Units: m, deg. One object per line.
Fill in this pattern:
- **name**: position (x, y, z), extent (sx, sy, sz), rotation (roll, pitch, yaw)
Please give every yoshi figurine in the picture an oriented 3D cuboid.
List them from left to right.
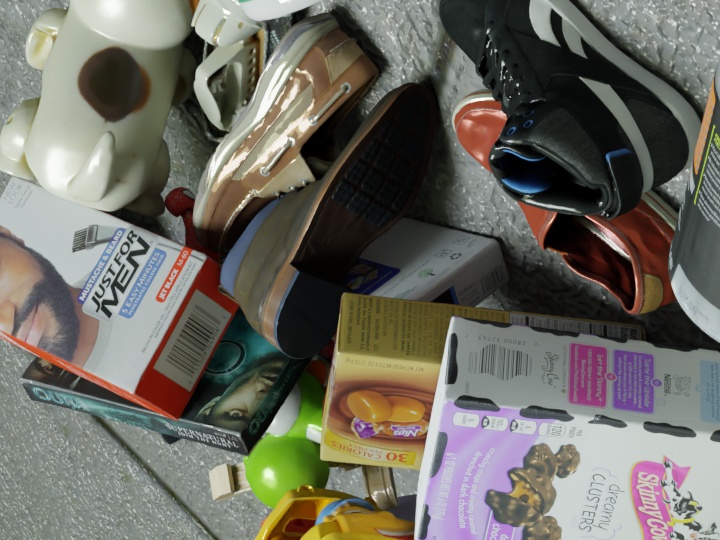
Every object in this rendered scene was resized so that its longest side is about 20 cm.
- **yoshi figurine**: position (-0.096, 0.117, 1.772), extent (0.200, 0.112, 0.112), rotation (16, 121, 22)

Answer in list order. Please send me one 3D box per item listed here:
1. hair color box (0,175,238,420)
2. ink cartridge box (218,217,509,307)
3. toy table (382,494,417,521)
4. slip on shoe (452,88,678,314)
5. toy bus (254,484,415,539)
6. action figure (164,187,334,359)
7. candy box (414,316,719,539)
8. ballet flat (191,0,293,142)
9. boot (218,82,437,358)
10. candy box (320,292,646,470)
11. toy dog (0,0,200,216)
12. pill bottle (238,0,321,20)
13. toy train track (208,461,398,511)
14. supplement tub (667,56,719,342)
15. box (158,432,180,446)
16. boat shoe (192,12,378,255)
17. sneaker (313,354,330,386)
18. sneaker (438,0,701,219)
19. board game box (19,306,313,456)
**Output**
- **hair color box**: position (-0.190, 0.017, 1.707), extent (0.200, 0.111, 0.064), rotation (21, 169, 37)
- **ink cartridge box**: position (0.000, 0.000, 1.676), extent (0.200, 0.099, 0.039), rotation (17, 135, 47)
- **toy table**: position (0.070, 0.246, 1.746), extent (0.200, 0.184, 0.117), rotation (-138, 40, -70)
- **slip on shoe**: position (0.127, -0.045, 1.498), extent (0.200, 0.061, 0.074), rotation (42, 148, 24)
- **toy bus**: position (-0.023, 0.218, 1.657), extent (0.200, 0.136, 0.192), rotation (-61, 27, 30)
- **action figure**: position (-0.052, -0.013, 1.783), extent (0.200, 0.099, 0.065), rotation (36, 147, -9)
- **candy box**: position (0.142, 0.120, 1.513), extent (0.200, 0.072, 0.168), rotation (7, 137, -1)
- **ballet flat**: position (-0.085, -0.162, 1.675), extent (0.072, 0.072, 0.200), rotation (39, 144, 26)
- **boot**: position (-0.028, -0.047, 1.615), extent (0.075, 0.200, 0.097), rotation (31, 179, -41)
- **candy box**: position (0.078, 0.081, 1.572), extent (0.200, 0.057, 0.117), rotation (7, 138, -3)
- **toy dog**: position (-0.184, -0.152, 1.725), extent (0.139, 0.200, 0.194), rotation (18, -175, -1)
- **pill bottle**: position (-0.063, -0.268, 1.504), extent (0.113, 0.113, 0.200), rotation (-5, 115, 55)
- **toy train track**: position (-0.034, 0.135, 1.808), extent (0.200, 0.033, 0.115), rotation (-20, 68, 26)
- **supplement tub**: position (0.238, -0.056, 1.274), extent (0.123, 0.122, 0.200), rotation (39, 145, 26)
- **box**: position (-0.196, 0.046, 1.984), extent (0.200, 0.049, 0.161), rotation (59, 175, -4)
- **boat shoe**: position (-0.052, -0.082, 1.658), extent (0.072, 0.076, 0.200), rotation (37, 124, 10)
- **sneaker**: position (-0.078, 0.081, 1.902), extent (0.200, 0.070, 0.080), rotation (39, 170, 18)
- **sneaker**: position (0.097, -0.106, 1.433), extent (0.200, 0.112, 0.073), rotation (37, 143, 29)
- **board game box**: position (-0.132, 0.056, 1.732), extent (0.200, 0.135, 0.028), rotation (11, 143, 31)
